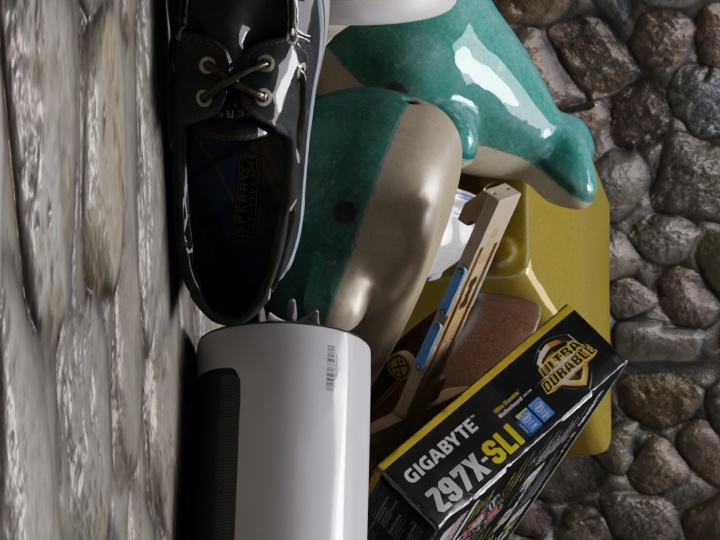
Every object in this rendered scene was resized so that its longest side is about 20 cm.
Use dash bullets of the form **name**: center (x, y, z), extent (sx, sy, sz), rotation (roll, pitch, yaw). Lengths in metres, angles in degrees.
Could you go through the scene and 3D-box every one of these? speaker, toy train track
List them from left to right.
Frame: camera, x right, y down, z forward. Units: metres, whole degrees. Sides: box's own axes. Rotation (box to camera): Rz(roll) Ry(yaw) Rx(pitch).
- **speaker**: center (-0.036, 0.129, 1.210), extent (0.081, 0.081, 0.201), rotation (77, 14, -72)
- **toy train track**: center (0.028, 0.040, 1.424), extent (0.114, 0.032, 0.201), rotation (-20, 139, -55)

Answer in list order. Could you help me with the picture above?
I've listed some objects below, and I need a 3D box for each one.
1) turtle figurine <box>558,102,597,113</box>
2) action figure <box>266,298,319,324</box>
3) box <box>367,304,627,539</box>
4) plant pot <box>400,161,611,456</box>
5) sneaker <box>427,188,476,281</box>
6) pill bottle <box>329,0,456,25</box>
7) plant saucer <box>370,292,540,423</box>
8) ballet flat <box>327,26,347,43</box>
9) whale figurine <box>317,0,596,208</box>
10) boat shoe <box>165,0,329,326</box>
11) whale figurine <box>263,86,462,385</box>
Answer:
- **turtle figurine**: center (0.060, -0.159, 1.893), extent (0.144, 0.200, 0.194), rotation (54, -5, -24)
- **action figure**: center (-0.033, 0.101, 1.345), extent (0.201, 0.069, 0.131), rotation (-107, -177, -48)
- **box**: center (0.045, 0.124, 1.460), extent (0.159, 0.049, 0.200), rotation (-36, 164, -35)
- **plant pot**: center (0.062, -0.005, 1.808), extent (0.200, 0.194, 0.195), rotation (74, 16, -64)
- **sneaker**: center (0.000, 0.000, 1.613), extent (0.199, 0.080, 0.116), rotation (8, 92, -63)
- **pill bottle**: center (-0.010, -0.224, 1.338), extent (0.114, 0.113, 0.201), rotation (-71, 161, -77)
- **plant saucer**: center (0.020, 0.080, 1.583), extent (0.034, 0.200, 0.200), rotation (44, 15, -9)
- **ballet flat**: center (-0.025, -0.188, 1.552), extent (0.201, 0.069, 0.070), rotation (-82, 171, -50)
- **whale figurine**: center (0.065, -0.117, 1.659), extent (0.104, 0.199, 0.159), rotation (-56, -167, 26)
- **boat shoe**: center (-0.048, -0.070, 1.147), extent (0.057, 0.068, 0.201), rotation (-82, 173, -60)
- **whale figurine**: center (-0.019, -0.002, 1.463), extent (0.159, 0.103, 0.201), rotation (-58, 168, -72)
